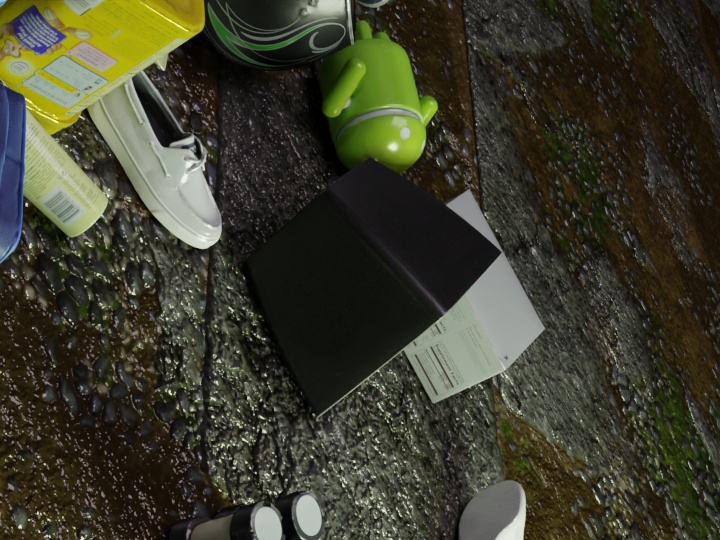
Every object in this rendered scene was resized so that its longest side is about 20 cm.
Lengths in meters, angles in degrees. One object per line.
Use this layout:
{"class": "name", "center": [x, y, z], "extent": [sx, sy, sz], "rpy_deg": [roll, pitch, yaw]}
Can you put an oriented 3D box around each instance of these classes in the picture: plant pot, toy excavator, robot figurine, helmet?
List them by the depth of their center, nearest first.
{"class": "toy excavator", "center": [-0.101, 0.305, 1.322], "extent": [0.194, 0.099, 0.202], "rpy_deg": [-3, 78, -57]}
{"class": "plant pot", "center": [0.000, 0.000, 1.632], "extent": [0.178, 0.199, 0.200], "rpy_deg": [50, 30, 0]}
{"class": "helmet", "center": [-0.103, -0.321, 1.714], "extent": [0.200, 0.189, 0.202], "rpy_deg": [-3, 90, -88]}
{"class": "robot figurine", "center": [0.014, -0.200, 1.875], "extent": [0.175, 0.115, 0.201], "rpy_deg": [22, 49, -52]}

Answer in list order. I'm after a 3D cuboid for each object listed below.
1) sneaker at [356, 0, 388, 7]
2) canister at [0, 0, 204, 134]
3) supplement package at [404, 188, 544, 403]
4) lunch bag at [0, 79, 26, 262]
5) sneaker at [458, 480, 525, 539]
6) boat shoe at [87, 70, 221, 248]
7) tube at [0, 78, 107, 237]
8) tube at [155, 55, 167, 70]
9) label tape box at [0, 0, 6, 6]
{"class": "sneaker", "center": [-0.042, -0.434, 2.001], "extent": [0.203, 0.077, 0.146], "rpy_deg": [57, 17, 9]}
{"class": "canister", "center": [-0.256, -0.218, 1.376], "extent": [0.148, 0.199, 0.087], "rpy_deg": [29, 44, -44]}
{"class": "supplement package", "center": [0.110, 0.028, 1.849], "extent": [0.201, 0.110, 0.156], "rpy_deg": [62, 30, -3]}
{"class": "lunch bag", "center": [-0.335, -0.070, 1.196], "extent": [0.132, 0.135, 0.201], "rpy_deg": [31, 43, -42]}
{"class": "sneaker", "center": [0.154, 0.332, 1.732], "extent": [0.089, 0.075, 0.201], "rpy_deg": [59, 33, -33]}
{"class": "boat shoe", "center": [-0.191, -0.116, 1.530], "extent": [0.201, 0.068, 0.072], "rpy_deg": [59, 30, -7]}
{"class": "tube", "center": [-0.307, -0.115, 1.359], "extent": [0.200, 0.052, 0.058], "rpy_deg": [47, 38, -28]}
{"class": "tube", "center": [-0.260, -0.296, 1.577], "extent": [0.058, 0.052, 0.200], "rpy_deg": [-52, 127, -11]}
{"class": "label tape box", "center": [-0.355, -0.267, 1.258], "extent": [0.144, 0.199, 0.063], "rpy_deg": [49, 32, -22]}
